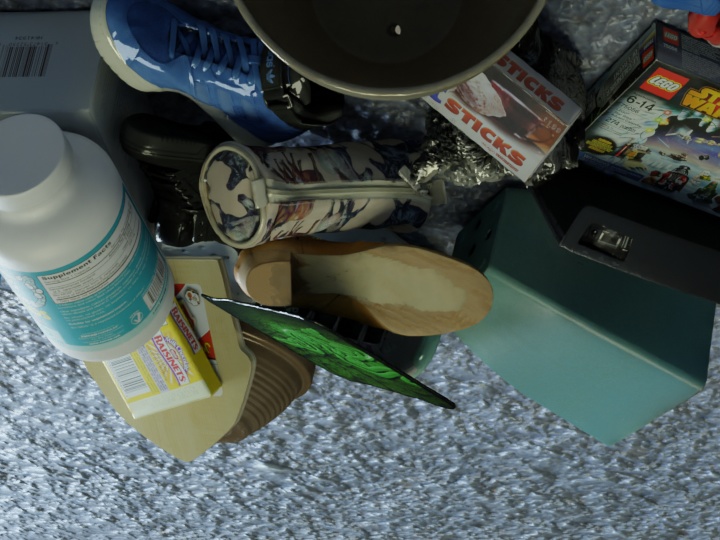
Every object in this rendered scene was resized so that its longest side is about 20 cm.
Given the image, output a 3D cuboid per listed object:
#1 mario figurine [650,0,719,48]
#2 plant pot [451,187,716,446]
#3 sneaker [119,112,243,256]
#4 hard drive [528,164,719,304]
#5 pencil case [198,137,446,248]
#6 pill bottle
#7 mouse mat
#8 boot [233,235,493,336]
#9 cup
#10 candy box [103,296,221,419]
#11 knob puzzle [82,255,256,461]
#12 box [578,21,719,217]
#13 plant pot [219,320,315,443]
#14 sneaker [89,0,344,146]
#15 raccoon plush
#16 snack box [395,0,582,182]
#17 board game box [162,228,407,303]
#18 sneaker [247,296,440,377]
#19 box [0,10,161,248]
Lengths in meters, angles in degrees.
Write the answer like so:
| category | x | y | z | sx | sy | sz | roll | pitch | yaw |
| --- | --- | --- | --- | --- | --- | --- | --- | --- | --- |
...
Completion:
| category | x | y | z | sx | sy | sz | roll | pitch | yaw |
| --- | --- | --- | --- | --- | --- | --- | --- | --- | --- |
| mario figurine | 0.226 | -0.202 | 0.976 | 0.199 | 0.107 | 0.123 | 17 | -175 | 3 |
| plant pot | 0.177 | 0.026 | 1.281 | 0.199 | 0.142 | 0.141 | 26 | 145 | -13 |
| sneaker | -0.134 | -0.061 | 1.175 | 0.060 | 0.105 | 0.200 | 27 | -167 | 20 |
| hard drive | 0.233 | -0.032 | 1.183 | 0.199 | 0.135 | 0.042 | 18 | 116 | -18 |
| pencil case | -0.030 | -0.061 | 1.150 | 0.199 | 0.078 | 0.089 | -6 | 176 | -45 |
| pill bottle | -0.213 | -0.026 | 1.099 | 0.110 | 0.111 | 0.200 | -1 | 147 | 12 |
| mouse mat | -0.030 | 0.064 | 1.224 | 0.161 | 0.008 | 0.200 | 33 | 167 | -29 |
| boot | -0.001 | 0.001 | 1.207 | 0.200 | 0.071 | 0.144 | 4 | -170 | -4 |
| cup | 0.017 | -0.191 | 0.926 | 0.199 | 0.202 | 0.143 | 6 | 175 | 1 |
| candy box | -0.210 | 0.034 | 1.359 | 0.102 | 0.026 | 0.201 | -19 | 104 | 33 |
| knob puzzle | -0.175 | 0.080 | 1.399 | 0.218 | 0.030 | 0.221 | 11 | 115 | 26 |
| box | 0.268 | -0.102 | 1.140 | 0.199 | 0.040 | 0.137 | 18 | 146 | -17 |
| plant pot | -0.150 | 0.108 | 1.487 | 0.200 | 0.093 | 0.201 | 12 | 154 | 6 |
| sneaker | -0.091 | -0.154 | 1.082 | 0.111 | 0.077 | 0.200 | -11 | 149 | 37 |
| raccoon plush | 0.083 | -0.142 | 1.099 | 0.133 | 0.097 | 0.201 | 2 | 125 | 30 |
| snack box | 0.055 | -0.147 | 1.030 | 0.200 | 0.024 | 0.072 | 40 | 146 | 4 |
| board game box | -0.047 | -0.012 | 1.360 | 0.199 | 0.026 | 0.200 | -19 | 140 | 36 |
| sneaker | -0.031 | 0.039 | 1.297 | 0.139 | 0.078 | 0.200 | 28 | 164 | -30 |
| box | -0.232 | -0.101 | 1.179 | 0.124 | 0.098 | 0.200 | 1 | 148 | 9 |
